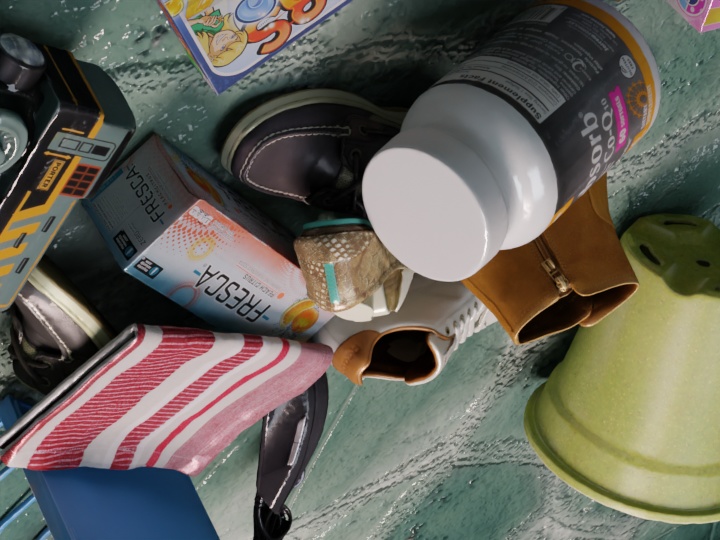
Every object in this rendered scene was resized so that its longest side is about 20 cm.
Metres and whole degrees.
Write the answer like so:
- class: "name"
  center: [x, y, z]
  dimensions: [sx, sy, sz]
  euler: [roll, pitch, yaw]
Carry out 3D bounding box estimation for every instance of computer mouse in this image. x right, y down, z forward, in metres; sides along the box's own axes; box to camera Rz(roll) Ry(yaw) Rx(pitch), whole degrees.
- class: "computer mouse"
  center: [-0.049, 0.121, 1.536]
  dimensions: [0.046, 0.140, 0.202]
  euler: [6, 102, -2]

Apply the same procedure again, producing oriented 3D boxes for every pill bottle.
- class: "pill bottle"
  center: [0.095, -0.084, 1.351]
  dimensions: [0.200, 0.116, 0.117]
  euler: [-42, 156, -39]

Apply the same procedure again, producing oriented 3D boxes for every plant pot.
- class: "plant pot"
  center: [0.245, 0.065, 1.685]
  dimensions: [0.199, 0.200, 0.186]
  euler: [-10, 127, -36]

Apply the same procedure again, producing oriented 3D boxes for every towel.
- class: "towel"
  center: [-0.123, 0.085, 1.376]
  dimensions: [0.144, 0.023, 0.199]
  euler: [-40, 154, 25]

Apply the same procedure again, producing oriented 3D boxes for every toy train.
- class: "toy train"
  center: [-0.210, -0.042, 1.185]
  dimensions: [0.113, 0.085, 0.201]
  euler: [10, 125, -42]

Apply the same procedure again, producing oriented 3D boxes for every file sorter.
- class: "file sorter"
  center: [-0.193, 0.196, 1.453]
  dimensions: [0.122, 0.139, 0.200]
  euler: [-39, 147, 15]

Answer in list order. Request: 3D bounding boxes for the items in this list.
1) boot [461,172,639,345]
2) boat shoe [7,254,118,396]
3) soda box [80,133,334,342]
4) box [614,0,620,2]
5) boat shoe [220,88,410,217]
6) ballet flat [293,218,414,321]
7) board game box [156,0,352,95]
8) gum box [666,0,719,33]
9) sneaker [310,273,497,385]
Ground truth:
- class: "boot"
  center: [0.157, -0.041, 1.490]
  dimensions: [0.200, 0.144, 0.071]
  euler: [-33, 148, -7]
- class: "boat shoe"
  center: [-0.186, 0.050, 1.340]
  dimensions: [0.066, 0.072, 0.201]
  euler: [-40, 152, -5]
- class: "soda box"
  center: [-0.090, -0.009, 1.367]
  dimensions: [0.068, 0.064, 0.200]
  euler: [-42, 147, 7]
- class: "box"
  center: [0.173, -0.263, 1.341]
  dimensions: [0.121, 0.032, 0.201]
  euler: [3, 128, -46]
- class: "boat shoe"
  center: [0.000, -0.068, 1.379]
  dimensions: [0.199, 0.065, 0.072]
  euler: [4, 129, -46]
- class: "ballet flat"
  center: [0.000, 0.000, 1.403]
  dimensions: [0.070, 0.066, 0.200]
  euler: [-5, 180, 17]
- class: "board game box"
  center: [-0.030, -0.202, 1.216]
  dimensions: [0.199, 0.035, 0.136]
  euler: [-36, 147, -3]
- class: "gum box"
  center: [0.302, -0.241, 1.455]
  dimensions: [0.199, 0.066, 0.114]
  euler: [-15, 140, -31]
- class: "sneaker"
  center: [0.055, 0.046, 1.554]
  dimensions: [0.199, 0.085, 0.073]
  euler: [-14, 139, -35]
